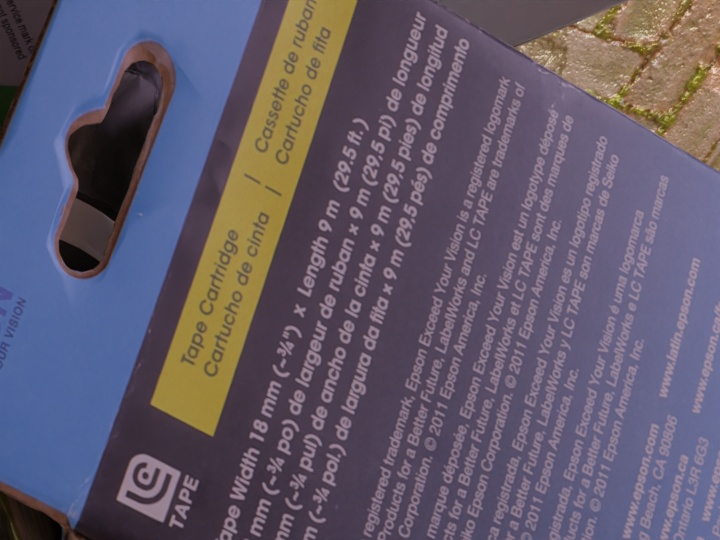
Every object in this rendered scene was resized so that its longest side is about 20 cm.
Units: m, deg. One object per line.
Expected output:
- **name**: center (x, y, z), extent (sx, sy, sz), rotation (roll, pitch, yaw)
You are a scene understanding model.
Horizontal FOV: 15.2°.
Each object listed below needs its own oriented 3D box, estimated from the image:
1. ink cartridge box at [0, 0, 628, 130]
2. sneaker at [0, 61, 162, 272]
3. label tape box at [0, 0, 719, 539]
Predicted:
- **ink cartridge box**: center (-0.036, -0.110, 0.708), extent (0.146, 0.200, 0.084), rotation (71, -3, -49)
- **sneaker**: center (-0.046, 0.014, 0.669), extent (0.200, 0.066, 0.091), rotation (69, 33, -55)
- **label tape box**: center (-0.002, 0.019, 0.576), extent (0.063, 0.200, 0.144), rotation (-22, -136, 55)
